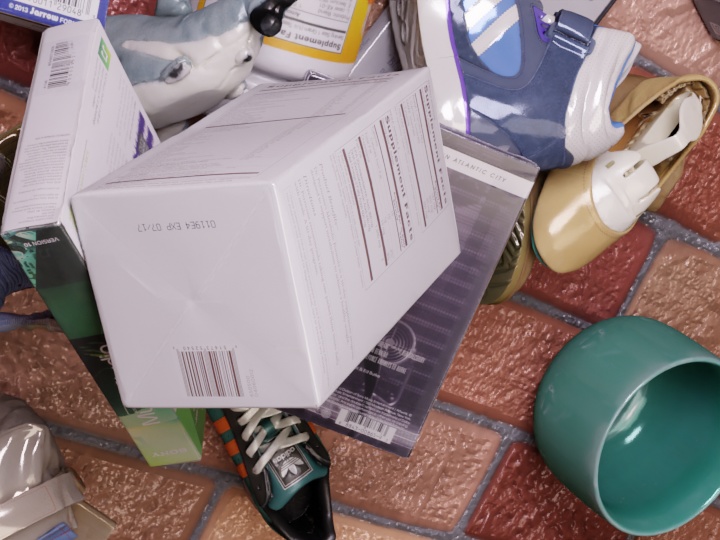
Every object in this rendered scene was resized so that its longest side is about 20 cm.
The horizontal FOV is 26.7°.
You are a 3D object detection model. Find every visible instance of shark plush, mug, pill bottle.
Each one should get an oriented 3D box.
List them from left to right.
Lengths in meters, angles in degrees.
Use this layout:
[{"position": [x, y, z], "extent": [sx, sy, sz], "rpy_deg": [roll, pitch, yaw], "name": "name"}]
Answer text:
[{"position": [-0.104, -0.134, 0.842], "extent": [0.090, 0.199, 0.084], "rpy_deg": [1, 70, -45], "name": "shark plush"}, {"position": [-0.040, -0.185, 0.904], "extent": [0.108, 0.109, 0.202], "rpy_deg": [9, 108, -33], "name": "pill bottle"}, {"position": [0.219, 0.122, 1.196], "extent": [0.152, 0.114, 0.185], "rpy_deg": [-46, 127, -5], "name": "mug"}]

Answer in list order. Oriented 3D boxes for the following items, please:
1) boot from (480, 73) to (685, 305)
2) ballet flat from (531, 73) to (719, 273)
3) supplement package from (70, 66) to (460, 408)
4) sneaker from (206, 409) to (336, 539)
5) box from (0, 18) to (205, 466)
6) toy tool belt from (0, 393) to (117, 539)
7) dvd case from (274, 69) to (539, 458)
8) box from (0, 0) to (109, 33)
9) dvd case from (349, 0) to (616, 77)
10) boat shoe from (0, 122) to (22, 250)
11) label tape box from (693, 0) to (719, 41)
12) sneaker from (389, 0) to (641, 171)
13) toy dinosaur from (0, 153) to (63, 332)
[{"position": [0.153, -0.060, 1.059], "extent": [0.199, 0.066, 0.177], "rpy_deg": [5, 92, -45], "name": "boot"}, {"position": [0.179, -0.074, 1.002], "extent": [0.069, 0.063, 0.200], "rpy_deg": [55, 50, -19], "name": "ballet flat"}, {"position": [-0.037, -0.022, 0.772], "extent": [0.200, 0.113, 0.111], "rpy_deg": [-43, 126, -58], "name": "supplement package"}, {"position": [-0.061, 0.111, 1.045], "extent": [0.071, 0.080, 0.201], "rpy_deg": [-32, 124, -14], "name": "sneaker"}, {"position": [-0.125, -0.010, 0.807], "extent": [0.036, 0.145, 0.201], "rpy_deg": [-10, 138, 12], "name": "box"}, {"position": [-0.258, 0.177, 0.936], "extent": [0.199, 0.125, 0.124], "rpy_deg": [-34, 116, -12], "name": "toy tool belt"}, {"position": [0.000, 0.000, 0.907], "extent": [0.147, 0.016, 0.201], "rpy_deg": [21, 106, -8], "name": "dvd case"}, {"position": [-0.181, -0.236, 0.821], "extent": [0.120, 0.032, 0.202], "rpy_deg": [12, 86, -34], "name": "box"}, {"position": [0.091, -0.171, 1.044], "extent": [0.142, 0.018, 0.201], "rpy_deg": [38, 90, -36], "name": "dvd case"}, {"position": [-0.233, -0.022, 0.906], "extent": [0.201, 0.063, 0.073], "rpy_deg": [-49, 114, -11], "name": "boat shoe"}, {"position": [0.283, -0.277, 1.080], "extent": [0.144, 0.063, 0.200], "rpy_deg": [-43, 126, -6], "name": "label tape box"}, {"position": [0.100, -0.156, 0.955], "extent": [0.145, 0.202, 0.081], "rpy_deg": [-2, 159, -12], "name": "sneaker"}, {"position": [-0.233, -0.013, 0.846], "extent": [0.181, 0.198, 0.106], "rpy_deg": [3, 83, -59], "name": "toy dinosaur"}]
